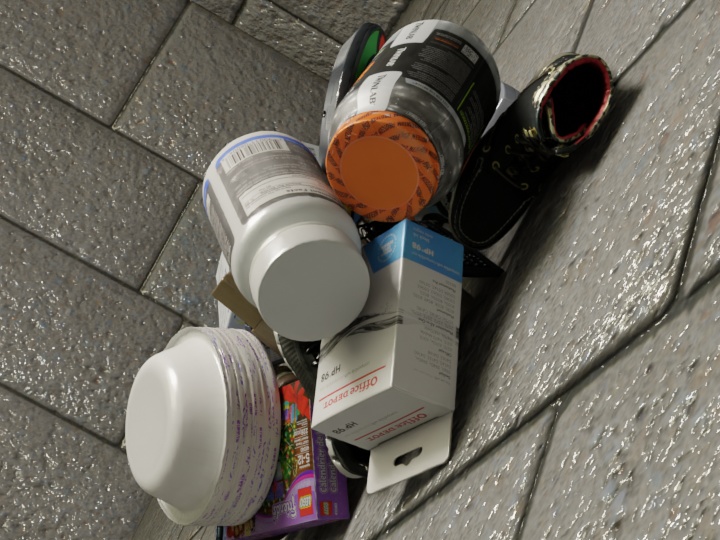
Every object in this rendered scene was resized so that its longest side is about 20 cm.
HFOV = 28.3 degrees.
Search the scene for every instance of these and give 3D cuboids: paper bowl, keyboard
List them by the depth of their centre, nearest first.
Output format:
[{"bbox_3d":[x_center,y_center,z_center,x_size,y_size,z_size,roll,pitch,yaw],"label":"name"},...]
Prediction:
[{"bbox_3d":[0.059,-0.033,1.350,0.200,0.104,0.040,-139,49,-71],"label":"keyboard"},{"bbox_3d":[-0.168,0.156,1.443,0.200,0.104,0.201,-19,68,58],"label":"paper bowl"}]

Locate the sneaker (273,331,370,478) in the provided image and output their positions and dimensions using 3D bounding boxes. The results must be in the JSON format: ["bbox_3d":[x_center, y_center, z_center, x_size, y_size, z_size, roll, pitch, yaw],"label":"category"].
[{"bbox_3d":[-0.016,0.103,1.279,0.066,0.201,0.090,-26,13,-15],"label":"sneaker"}]

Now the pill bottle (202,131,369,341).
[{"bbox_3d":[-0.064,-0.031,1.233,0.114,0.114,0.200,-58,30,18],"label":"pill bottle"}]

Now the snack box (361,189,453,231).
[{"bbox_3d":[0.071,-0.068,1.470,0.037,0.116,0.200,-63,8,-19],"label":"snack box"}]

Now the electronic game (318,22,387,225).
[{"bbox_3d":[-0.001,-0.139,1.385,0.200,0.041,0.201,9,-90,-79],"label":"electronic game"}]

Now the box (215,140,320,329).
[{"bbox_3d":[-0.092,-0.027,1.638,0.184,0.105,0.201,-105,30,-64],"label":"box"}]

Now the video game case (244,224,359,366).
[{"bbox_3d":[-0.062,-0.004,1.507,0.019,0.142,0.201,28,129,52],"label":"video game case"}]

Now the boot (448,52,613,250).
[{"bbox_3d":[0.146,-0.105,1.250,0.204,0.073,0.154,-56,3,5],"label":"boot"}]

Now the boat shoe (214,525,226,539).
[{"bbox_3d":[-0.165,0.355,1.642,0.084,0.069,0.200,-57,9,27],"label":"boat shoe"}]

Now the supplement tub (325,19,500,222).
[{"bbox_3d":[0.045,-0.131,1.261,0.123,0.122,0.200,-55,2,36],"label":"supplement tub"}]

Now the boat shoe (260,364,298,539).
[{"bbox_3d":[-0.096,0.196,1.558,0.076,0.071,0.201,28,112,48],"label":"boat shoe"}]

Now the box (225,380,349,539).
[{"bbox_3d":[-0.080,0.191,1.427,0.200,0.039,0.137,-27,63,55],"label":"box"}]

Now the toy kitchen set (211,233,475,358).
[{"bbox_3d":[0.000,0.000,1.390,0.163,0.200,0.180,-52,2,-33],"label":"toy kitchen set"}]

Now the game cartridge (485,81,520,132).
[{"bbox_3d":[0.139,-0.156,1.664,0.133,0.041,0.200,-63,8,6],"label":"game cartridge"}]

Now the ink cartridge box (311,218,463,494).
[{"bbox_3d":[0.022,0.073,1.197,0.116,0.067,0.201,-32,43,45],"label":"ink cartridge box"}]
